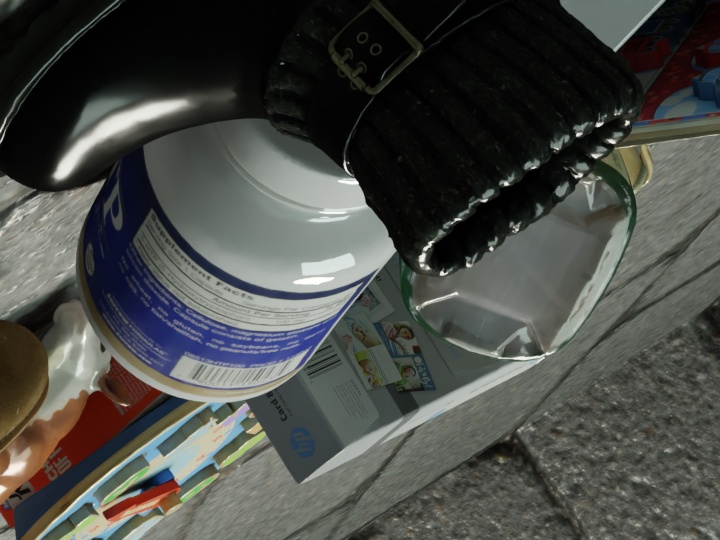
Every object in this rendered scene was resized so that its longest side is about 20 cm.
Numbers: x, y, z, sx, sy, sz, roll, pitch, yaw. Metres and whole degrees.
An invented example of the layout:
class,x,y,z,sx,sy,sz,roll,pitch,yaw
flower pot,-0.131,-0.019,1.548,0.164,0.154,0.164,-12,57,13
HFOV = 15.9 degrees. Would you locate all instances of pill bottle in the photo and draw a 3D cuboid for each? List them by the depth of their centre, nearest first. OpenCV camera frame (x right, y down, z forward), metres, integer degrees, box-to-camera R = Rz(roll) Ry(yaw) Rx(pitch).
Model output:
class,x,y,z,sx,sy,sz,roll,pitch,yaw
pill bottle,-0.039,-0.035,1.056,0.119,0.120,0.200,-29,168,-29

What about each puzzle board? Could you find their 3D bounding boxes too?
class,x,y,z,sx,sy,sz,roll,pitch,yaw
puzzle board,0.158,-0.090,1.040,0.150,0.017,0.200,-7,-162,21

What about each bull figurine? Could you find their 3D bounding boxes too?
class,x,y,z,sx,sy,sz,roll,pitch,yaw
bull figurine,-0.206,0.092,1.269,0.200,0.065,0.121,-41,165,20

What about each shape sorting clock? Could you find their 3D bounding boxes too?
class,x,y,z,sx,sy,sz,roll,pitch,yaw
shape sorting clock,-0.110,0.112,1.382,0.199,0.039,0.200,-33,170,-7

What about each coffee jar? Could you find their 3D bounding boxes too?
class,x,y,z,sx,sy,sz,roll,pitch,yaw
coffee jar,0.061,-0.055,1.124,0.200,0.085,0.105,-93,-153,-60

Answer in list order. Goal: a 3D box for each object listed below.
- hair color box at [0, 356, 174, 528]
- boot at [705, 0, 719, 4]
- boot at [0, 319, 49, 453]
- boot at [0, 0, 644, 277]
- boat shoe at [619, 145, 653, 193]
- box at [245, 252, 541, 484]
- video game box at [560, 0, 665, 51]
class,x,y,z,sx,sy,sz,roll,pitch,yaw
hair color box,-0.113,0.051,1.378,0.200,0.064,0.111,-42,167,31
boot,0.187,-0.184,1.155,0.165,0.201,0.072,0,-174,4
boot,-0.193,0.046,1.099,0.200,0.074,0.076,-16,149,-55
boot,-0.023,-0.054,0.903,0.211,0.158,0.079,-36,170,8
boat shoe,0.147,-0.078,1.575,0.072,0.076,0.200,-37,169,18
box,0.000,0.000,1.240,0.200,0.156,0.041,-24,168,-49
video game box,0.134,-0.163,1.014,0.200,0.047,0.182,-46,-176,18
